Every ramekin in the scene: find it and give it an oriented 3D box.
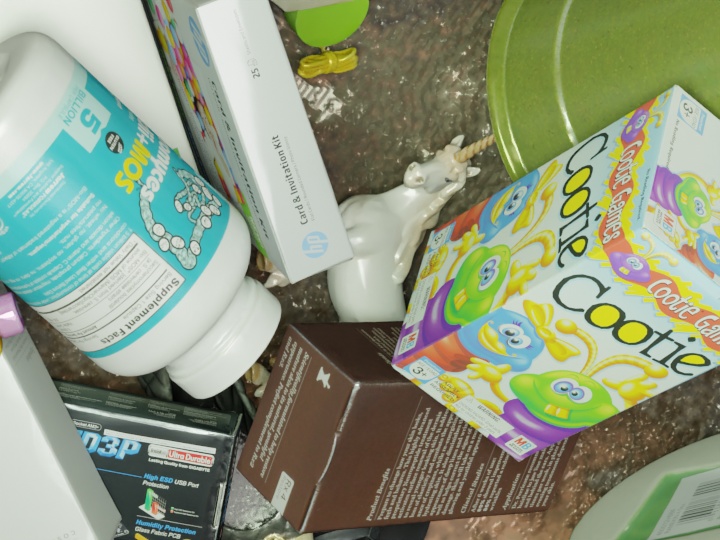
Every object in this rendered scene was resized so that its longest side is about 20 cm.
[{"bbox_3d":[0.220,0.177,1.569,0.199,0.200,0.098,-29,105,-8],"label":"ramekin"}]

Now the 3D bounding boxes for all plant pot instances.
[{"bbox_3d":[0.202,-0.113,1.437,0.199,0.190,0.201,8,75,-30],"label":"plant pot"}]

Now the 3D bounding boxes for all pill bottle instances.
[{"bbox_3d":[-0.133,-0.021,1.348,0.111,0.111,0.200,-47,113,0],"label":"pill bottle"}]

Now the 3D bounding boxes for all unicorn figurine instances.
[{"bbox_3d":[0.000,0.000,1.517,0.137,0.074,0.201,-10,123,-25],"label":"unicorn figurine"}]

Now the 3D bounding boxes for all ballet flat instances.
[{"bbox_3d":[-0.084,0.099,1.507,0.066,0.057,0.201,-27,103,-5],"label":"ballet flat"}]

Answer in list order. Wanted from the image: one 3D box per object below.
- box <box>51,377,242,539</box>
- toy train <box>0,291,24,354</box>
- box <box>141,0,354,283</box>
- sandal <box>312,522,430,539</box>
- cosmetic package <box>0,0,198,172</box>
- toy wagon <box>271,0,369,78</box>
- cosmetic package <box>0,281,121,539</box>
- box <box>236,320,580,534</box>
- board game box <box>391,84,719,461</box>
[{"bbox_3d":[-0.178,0.143,1.475,0.199,0.046,0.160,10,104,-1],"label":"box"},{"bbox_3d":[-0.258,0.040,1.321,0.150,0.056,0.200,-44,104,4],"label":"toy train"},{"bbox_3d":[-0.071,-0.094,1.388,0.041,0.200,0.157,-23,112,-12],"label":"box"},{"bbox_3d":[-0.036,0.188,1.568,0.200,0.043,0.076,-36,113,-5],"label":"sandal"},{"bbox_3d":[-0.162,-0.103,1.420,0.107,0.085,0.201,-22,112,-7],"label":"cosmetic package"},{"bbox_3d":[-0.014,-0.197,1.439,0.155,0.040,0.201,-13,136,-25],"label":"toy wagon"},{"bbox_3d":[-0.219,0.078,1.401,0.101,0.071,0.201,-25,101,6],"label":"cosmetic package"},{"bbox_3d":[0.036,0.087,1.501,0.199,0.075,0.101,0,120,-43],"label":"box"},{"bbox_3d":[0.126,0.005,1.397,0.103,0.200,0.105,37,48,-22],"label":"board game box"}]
